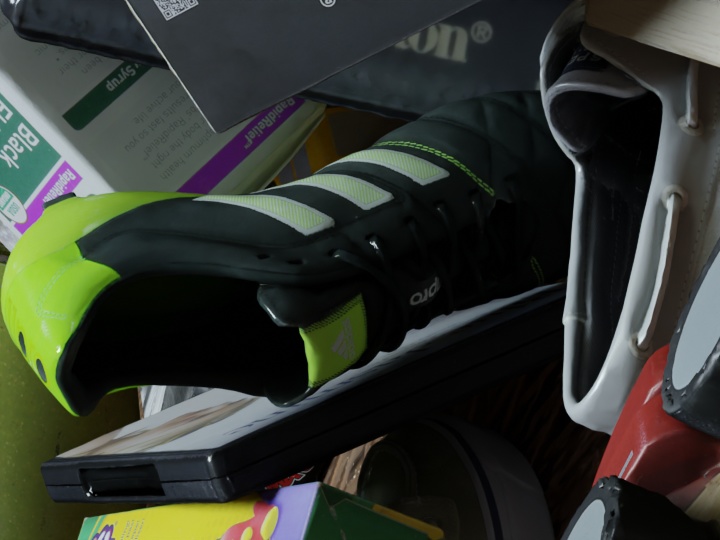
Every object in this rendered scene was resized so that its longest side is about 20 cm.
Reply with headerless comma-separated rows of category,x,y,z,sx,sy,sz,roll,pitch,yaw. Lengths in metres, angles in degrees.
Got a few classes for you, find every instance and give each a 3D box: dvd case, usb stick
dvd case,-0.013,0.039,0.817,0.018,0.142,0.200,69,159,-3
usb stick,-0.008,-0.076,0.770,0.033,0.199,0.056,143,138,-78

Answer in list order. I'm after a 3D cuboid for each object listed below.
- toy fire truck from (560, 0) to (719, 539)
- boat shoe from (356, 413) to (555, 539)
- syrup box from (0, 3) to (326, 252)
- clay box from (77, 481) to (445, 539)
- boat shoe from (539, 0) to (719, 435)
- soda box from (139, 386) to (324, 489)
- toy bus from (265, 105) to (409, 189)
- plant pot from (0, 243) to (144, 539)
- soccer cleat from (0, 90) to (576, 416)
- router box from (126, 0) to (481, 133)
toy fire truck,0.096,-0.001,0.578,0.200,0.128,0.177,-80,13,-70
boat shoe,0.021,0.102,0.768,0.200,0.062,0.072,-109,38,-60
syrup box,-0.113,-0.084,0.811,0.081,0.200,0.079,-43,2,-30
clay box,-0.054,0.129,0.765,0.200,0.047,0.116,-17,53,61
boat shoe,0.081,-0.041,0.693,0.072,0.068,0.201,139,141,-59
soda box,-0.054,0.009,1.053,0.200,0.063,0.071,-106,36,-57
toy bus,-0.010,-0.022,0.884,0.200,0.065,0.079,-17,85,62
plant pot,-0.164,0.092,1.103,0.187,0.186,0.201,-155,78,-71
soccer cleat,0.000,0.000,0.730,0.081,0.199,0.068,-119,19,-55
router box,0.046,-0.128,0.662,0.199,0.052,0.157,-25,22,23
